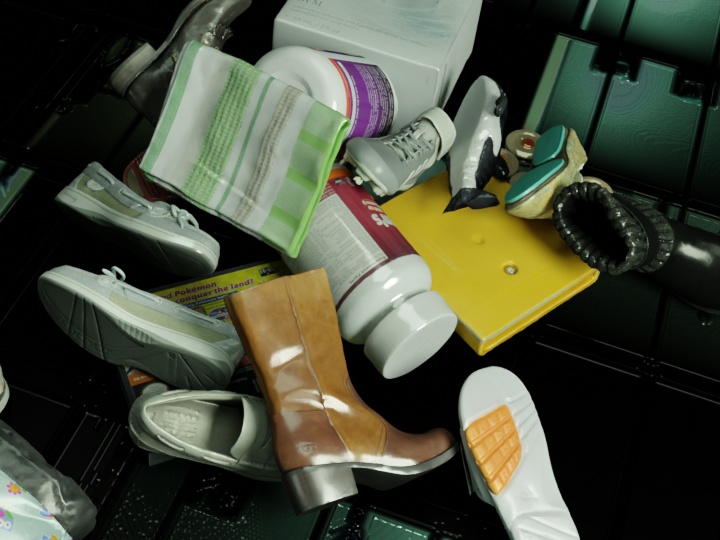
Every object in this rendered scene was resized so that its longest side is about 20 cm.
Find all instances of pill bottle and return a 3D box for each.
[{"bbox_3d":[0.000,0.000,1.155,0.109,0.110,0.200,-27,65,-27],"label":"pill bottle"},{"bbox_3d":[-0.032,-0.170,1.227,0.112,0.113,0.200,30,17,18],"label":"pill bottle"}]

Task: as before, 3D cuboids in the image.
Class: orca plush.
[{"bbox_3d":[0.140,-0.122,1.256,0.071,0.105,0.201,33,30,-21],"label":"orca plush"}]

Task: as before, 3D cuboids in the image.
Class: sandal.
[{"bbox_3d":[0.130,0.191,1.051,0.078,0.059,0.209,-10,71,-27],"label":"sandal"}]

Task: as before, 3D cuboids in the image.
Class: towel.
[{"bbox_3d":[-0.117,-0.119,1.141,0.199,0.151,0.031,29,16,25],"label":"towel"}]

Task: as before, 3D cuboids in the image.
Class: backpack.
[{"bbox_3d":[-0.320,0.216,0.911,0.166,0.127,0.200,37,60,7],"label":"backpack"}]

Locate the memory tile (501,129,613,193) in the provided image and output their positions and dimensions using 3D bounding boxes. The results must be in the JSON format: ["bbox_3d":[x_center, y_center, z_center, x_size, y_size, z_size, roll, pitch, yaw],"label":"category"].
[{"bbox_3d":[0.172,-0.081,1.317,0.199,0.017,0.153,-33,60,-30],"label":"memory tile"}]

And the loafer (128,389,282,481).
[{"bbox_3d":[-0.102,0.143,1.029,0.198,0.070,0.071,8,73,-15],"label":"loafer"}]

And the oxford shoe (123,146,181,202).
[{"bbox_3d":[-0.164,-0.126,1.292,0.198,0.075,0.071,-24,94,-11],"label":"oxford shoe"}]

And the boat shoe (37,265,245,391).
[{"bbox_3d":[-0.201,0.046,1.090,0.200,0.075,0.065,22,45,8],"label":"boat shoe"}]

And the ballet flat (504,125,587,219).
[{"bbox_3d":[0.204,-0.092,1.254,0.070,0.071,0.200,19,32,10],"label":"ballet flat"}]

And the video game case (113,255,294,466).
[{"bbox_3d":[-0.132,0.079,1.131,0.198,0.026,0.182,-15,53,-18],"label":"video game case"}]

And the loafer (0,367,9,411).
[{"bbox_3d":[-0.384,0.143,1.016,0.071,0.063,0.200,26,51,16],"label":"loafer"}]

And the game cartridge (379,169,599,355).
[{"bbox_3d":[0.120,-0.021,1.231,0.175,0.033,0.200,-29,56,-28],"label":"game cartridge"}]

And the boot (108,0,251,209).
[{"bbox_3d":[-0.145,-0.183,1.238,0.200,0.069,0.174,-42,90,-8],"label":"boot"}]

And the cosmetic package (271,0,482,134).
[{"bbox_3d":[0.022,-0.276,1.399,0.197,0.124,0.201,18,48,9],"label":"cosmetic package"}]

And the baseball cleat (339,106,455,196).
[{"bbox_3d":[0.041,-0.127,1.195,0.106,0.200,0.070,-43,89,9],"label":"baseball cleat"}]

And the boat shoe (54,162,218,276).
[{"bbox_3d":[-0.215,-0.053,1.173,0.201,0.075,0.065,21,68,33],"label":"boat shoe"}]

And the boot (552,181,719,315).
[{"bbox_3d":[0.301,-0.018,1.190,0.210,0.080,0.157,27,9,26],"label":"boot"}]

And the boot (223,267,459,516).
[{"bbox_3d":[-0.014,0.097,1.044,0.187,0.068,0.202,-11,73,-30],"label":"boot"}]
